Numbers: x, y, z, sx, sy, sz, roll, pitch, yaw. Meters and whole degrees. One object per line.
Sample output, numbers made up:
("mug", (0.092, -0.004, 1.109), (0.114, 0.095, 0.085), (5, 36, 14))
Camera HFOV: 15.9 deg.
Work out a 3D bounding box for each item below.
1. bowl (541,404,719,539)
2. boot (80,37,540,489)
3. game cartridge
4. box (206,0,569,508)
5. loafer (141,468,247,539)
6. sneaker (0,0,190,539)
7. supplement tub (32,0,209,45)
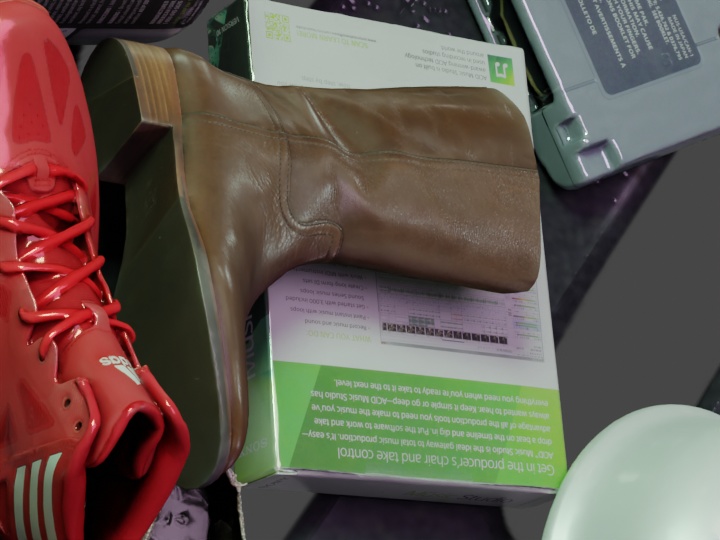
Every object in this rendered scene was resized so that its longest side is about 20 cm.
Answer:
("bowl", (0.171, 0.147, 1.058), (0.201, 0.090, 0.201), (14, 69, -41))
("boot", (0.000, 0.000, 0.980), (0.200, 0.064, 0.187), (8, 60, -36))
("game cartridge", (0.102, -0.145, 1.173), (0.133, 0.041, 0.200), (-21, 86, -35))
("box", (0.011, -0.005, 1.058), (0.144, 0.036, 0.200), (8, 67, -33))
("loafer", (-0.074, 0.151, 0.915), (0.075, 0.070, 0.200), (10, 67, -32))
("sneaker", (-0.096, 0.006, 0.887), (0.078, 0.115, 0.200), (-13, 105, -36))
("supplement tub", (-0.155, -0.142, 0.936), (0.200, 0.122, 0.123), (-3, 75, -36))
